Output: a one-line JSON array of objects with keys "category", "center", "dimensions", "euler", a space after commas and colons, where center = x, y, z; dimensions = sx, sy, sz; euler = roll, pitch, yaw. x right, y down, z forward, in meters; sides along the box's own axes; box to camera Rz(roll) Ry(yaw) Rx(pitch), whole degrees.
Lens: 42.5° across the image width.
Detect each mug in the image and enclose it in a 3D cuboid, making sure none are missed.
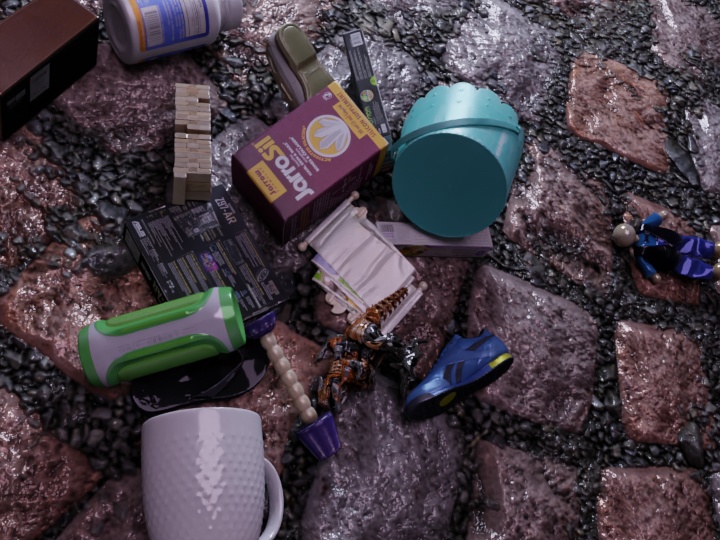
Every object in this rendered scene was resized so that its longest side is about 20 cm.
[{"category": "mug", "center": [-0.166, 0.272, 1.104], "dimensions": [0.198, 0.146, 0.179], "euler": [19, 57, -48]}]

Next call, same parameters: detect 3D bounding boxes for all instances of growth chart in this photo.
[{"category": "growth chart", "center": [0.000, 0.000, 1.355], "dimensions": [0.144, 0.018, 0.201], "euler": [-38, 80, -11]}]

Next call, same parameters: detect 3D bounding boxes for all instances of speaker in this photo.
[{"category": "speaker", "center": [-0.247, 0.083, 1.160], "dimensions": [0.196, 0.089, 0.090], "euler": [-16, 67, -3]}]

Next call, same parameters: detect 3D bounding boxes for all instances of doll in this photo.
[{"category": "doll", "center": [0.524, -0.041, 1.590], "dimensions": [0.195, 0.049, 0.139], "euler": [13, 68, -7]}]

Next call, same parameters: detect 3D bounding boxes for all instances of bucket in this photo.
[{"category": "bucket", "center": [0.142, -0.162, 1.393], "dimensions": [0.204, 0.209, 0.136], "euler": [27, 39, -5]}]

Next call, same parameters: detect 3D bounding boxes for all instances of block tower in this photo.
[{"category": "block tower", "center": [-0.242, -0.184, 1.333], "dimensions": [0.056, 0.055, 0.203], "euler": [2, 49, -11]}]

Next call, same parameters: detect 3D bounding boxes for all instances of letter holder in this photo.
[{"category": "letter holder", "center": [-0.489, -0.312, 1.307], "dimensions": [0.141, 0.101, 0.201], "euler": [36, 56, 3]}]

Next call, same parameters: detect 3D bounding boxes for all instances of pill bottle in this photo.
[{"category": "pill bottle", "center": [-0.284, -0.394, 1.424], "dimensions": [0.197, 0.112, 0.113], "euler": [-23, 73, -31]}]

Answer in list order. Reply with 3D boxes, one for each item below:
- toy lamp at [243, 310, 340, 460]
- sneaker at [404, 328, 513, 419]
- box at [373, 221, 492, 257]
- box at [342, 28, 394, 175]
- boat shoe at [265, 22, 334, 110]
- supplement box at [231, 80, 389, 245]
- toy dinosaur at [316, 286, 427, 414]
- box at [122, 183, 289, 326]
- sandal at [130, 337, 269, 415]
[{"category": "toy lamp", "center": [-0.087, 0.154, 1.222], "dimensions": [0.058, 0.058, 0.203], "euler": [-27, 89, -31]}, {"category": "sneaker", "center": [0.129, 0.145, 1.329], "dimensions": [0.198, 0.067, 0.079], "euler": [-25, 62, -31]}, {"category": "box", "center": [0.109, -0.047, 1.434], "dimensions": [0.195, 0.039, 0.042], "euler": [0, 64, -22]}, {"category": "box", "center": [0.015, -0.267, 1.473], "dimensions": [0.034, 0.110, 0.204], "euler": [-14, 66, 1]}, {"category": "boat shoe", "center": [-0.086, -0.287, 1.471], "dimensions": [0.074, 0.068, 0.203], "euler": [-28, 96, -37]}, {"category": "supplement box", "center": [-0.076, -0.158, 1.356], "dimensions": [0.199, 0.103, 0.131], "euler": [-39, 81, -16]}, {"category": "toy dinosaur", "center": [0.017, 0.109, 1.280], "dimensions": [0.134, 0.102, 0.203], "euler": [25, 86, 14]}, {"category": "box", "center": [-0.214, -0.005, 1.281], "dimensions": [0.158, 0.044, 0.202], "euler": [-25, 74, -30]}, {"category": "sandal", "center": [-0.201, 0.137, 1.209], "dimensions": [0.197, 0.043, 0.077], "euler": [-21, 72, -29]}]
